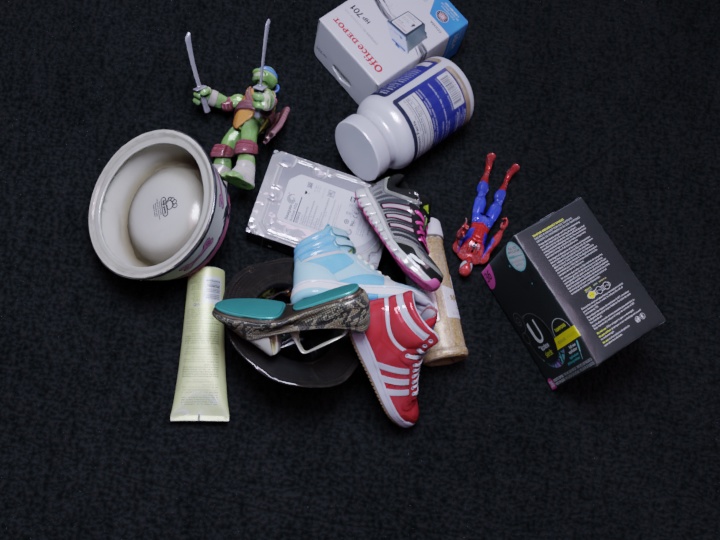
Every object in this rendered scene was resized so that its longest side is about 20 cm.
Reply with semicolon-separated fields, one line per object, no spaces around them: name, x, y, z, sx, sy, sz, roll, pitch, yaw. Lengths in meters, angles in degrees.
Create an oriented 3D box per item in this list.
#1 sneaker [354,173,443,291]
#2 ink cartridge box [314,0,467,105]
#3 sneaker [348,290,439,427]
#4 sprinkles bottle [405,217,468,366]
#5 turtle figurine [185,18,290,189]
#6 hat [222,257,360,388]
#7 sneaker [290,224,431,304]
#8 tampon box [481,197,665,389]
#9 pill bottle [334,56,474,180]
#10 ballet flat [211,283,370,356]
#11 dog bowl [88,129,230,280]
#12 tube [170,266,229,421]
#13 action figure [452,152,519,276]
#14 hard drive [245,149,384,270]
sneaker;0.067;-0.060;1.068;0.087;0.074;0.201;-34;52;2
ink cartridge box;0.047;-0.367;1.245;0.199;0.086;0.147;-38;80;-22
sneaker;0.065;0.114;1.017;0.111;0.202;0.072;-20;31;11
sprinkles bottle;0.099;0.030;1.118;0.067;0.068;0.204;-6;72;-12
turtle figurine;-0.187;-0.223;1.111;0.141;0.200;0.198;10;77;10
hat;-0.096;0.086;1.051;0.197;0.081;0.203;14;50;-16
sneaker;0.000;0.000;1.056;0.196;0.080;0.132;9;51;-23
tampon box;0.287;0.035;1.105;0.125;0.150;0.202;-27;76;-19
pill bottle;0.064;-0.222;1.169;0.199;0.116;0.116;-36;79;-26
ballet flat;-0.082;0.066;0.958;0.196;0.068;0.077;-7;106;11
dog bowl;-0.260;-0.078;1.053;0.196;0.074;0.204;-6;74;21
tube;-0.210;0.098;1.053;0.052;0.057;0.204;20;63;-51
action figure;0.187;-0.088;1.164;0.064;0.099;0.203;22;70;0
hard drive;-0.054;-0.080;1.148;0.197;0.038;0.142;19;68;-2
